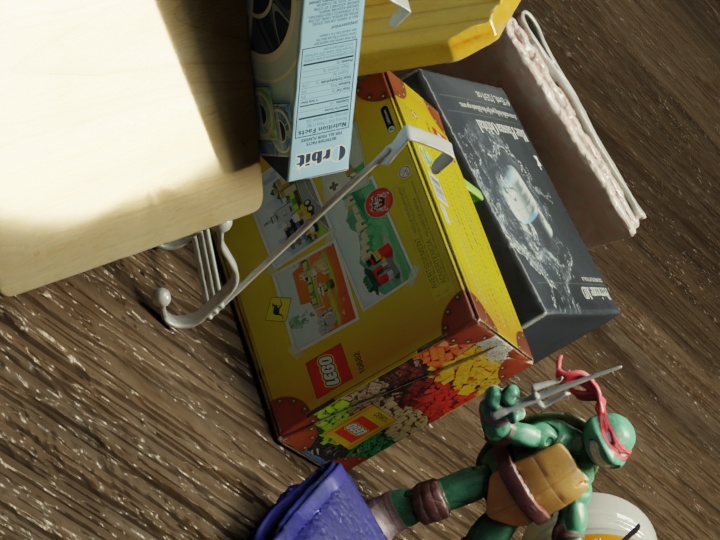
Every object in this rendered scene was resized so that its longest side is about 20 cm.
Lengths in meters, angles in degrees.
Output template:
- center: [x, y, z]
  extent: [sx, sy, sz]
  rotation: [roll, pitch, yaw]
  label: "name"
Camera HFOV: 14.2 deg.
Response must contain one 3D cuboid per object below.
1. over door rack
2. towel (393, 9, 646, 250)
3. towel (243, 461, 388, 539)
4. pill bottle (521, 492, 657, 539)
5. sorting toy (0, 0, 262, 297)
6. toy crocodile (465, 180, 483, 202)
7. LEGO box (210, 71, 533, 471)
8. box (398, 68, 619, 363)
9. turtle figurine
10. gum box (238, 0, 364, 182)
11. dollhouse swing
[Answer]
- center: [-0.053, -0.076, 1.677]
  extent: [0.067, 0.200, 0.148]
  rotation: [40, 26, -40]
  label: "over door rack"
- center: [0.119, -0.099, 2.257]
  extent: [0.032, 0.191, 0.200]
  rotation: [-37, 101, -31]
  label: "towel"
- center: [0.002, 0.218, 1.614]
  extent: [0.200, 0.049, 0.148]
  rotation: [58, 24, -5]
  label: "towel"
- center: [0.154, 0.239, 1.870]
  extent: [0.116, 0.116, 0.200]
  rotation: [50, 20, -25]
  label: "pill bottle"
- center: [-0.151, -0.109, 1.522]
  extent: [0.200, 0.069, 0.199]
  rotation: [-21, 111, -47]
  label: "sorting toy"
- center: [0.037, 0.023, 1.919]
  extent: [0.068, 0.062, 0.200]
  rotation: [47, 45, -34]
  label: "toy crocodile"
- center: [0.000, 0.000, 1.783]
  extent: [0.077, 0.149, 0.200]
  rotation: [35, 30, -53]
  label: "LEGO box"
- center: [0.072, -0.028, 2.083]
  extent: [0.200, 0.117, 0.197]
  rotation: [63, 18, 10]
  label: "box"
- center: [0.102, 0.136, 1.752]
  extent: [0.150, 0.200, 0.101]
  rotation: [57, 18, -7]
  label: "turtle figurine"
- center: [-0.057, -0.176, 1.592]
  extent: [0.044, 0.200, 0.170]
  rotation: [-12, 34, -29]
  label: "gum box"
- center: [-0.010, -0.218, 1.809]
  extent: [0.182, 0.176, 0.200]
  rotation: [56, 36, -19]
  label: "dollhouse swing"
